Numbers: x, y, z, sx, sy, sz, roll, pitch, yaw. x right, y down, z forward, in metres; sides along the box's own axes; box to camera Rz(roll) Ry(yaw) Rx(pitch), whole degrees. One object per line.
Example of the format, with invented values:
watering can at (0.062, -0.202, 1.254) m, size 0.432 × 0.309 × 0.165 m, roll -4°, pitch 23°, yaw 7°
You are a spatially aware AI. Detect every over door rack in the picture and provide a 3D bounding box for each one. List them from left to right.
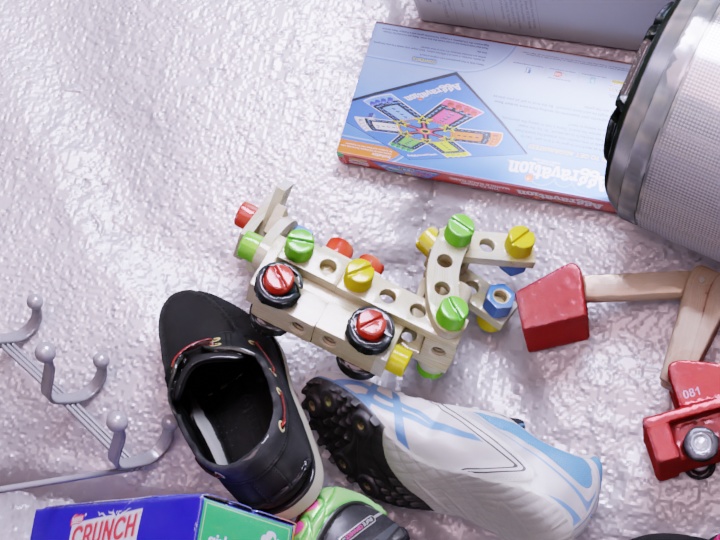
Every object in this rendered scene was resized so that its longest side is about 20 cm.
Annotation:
over door rack at (-0.220, 0.076, 0.963) m, size 0.147 × 0.199 × 0.067 m, roll 38°, pitch 117°, yaw 22°

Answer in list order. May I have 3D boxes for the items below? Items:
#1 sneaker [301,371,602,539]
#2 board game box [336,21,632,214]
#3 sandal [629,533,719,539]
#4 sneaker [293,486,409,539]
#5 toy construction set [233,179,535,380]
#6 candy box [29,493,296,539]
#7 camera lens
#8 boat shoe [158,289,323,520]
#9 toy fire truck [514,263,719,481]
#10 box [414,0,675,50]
sneaker at (0.054, 0.110, 0.968) m, size 0.199 × 0.072 × 0.072 m, roll 22°, pitch 39°, yaw 25°
board game box at (0.092, -0.103, 1.061) m, size 0.198 × 0.019 × 0.104 m, roll 12°, pitch 71°, yaw 15°
sandal at (0.241, 0.177, 0.894) m, size 0.198 × 0.045 × 0.075 m, roll 12°, pitch 33°, yaw 10°
sneaker at (-0.021, 0.230, 0.922) m, size 0.083 × 0.077 × 0.202 m, roll 17°, pitch 84°, yaw 1°
toy construction set at (0.000, 0.000, 0.993) m, size 0.199 × 0.092 × 0.132 m, roll 17°, pitch 55°, yaw 18°
candy box at (-0.131, 0.236, 0.903) m, size 0.168 × 0.077 × 0.202 m, roll -12°, pitch 63°, yaw 45°
camera lens at (0.255, -0.074, 0.939) m, size 0.199 × 0.160 × 0.161 m, roll 25°, pitch 76°, yaw 17°
boat shoe at (-0.083, 0.068, 0.973) m, size 0.073 × 0.063 × 0.202 m, roll -35°, pitch 40°, yaw 2°
toy fire truck at (0.206, 0.050, 0.963) m, size 0.198 × 0.049 × 0.142 m, roll -16°, pitch 67°, yaw 4°
box at (0.140, -0.231, 1.059) m, size 0.198 × 0.098 × 0.125 m, roll 11°, pitch 71°, yaw 15°
